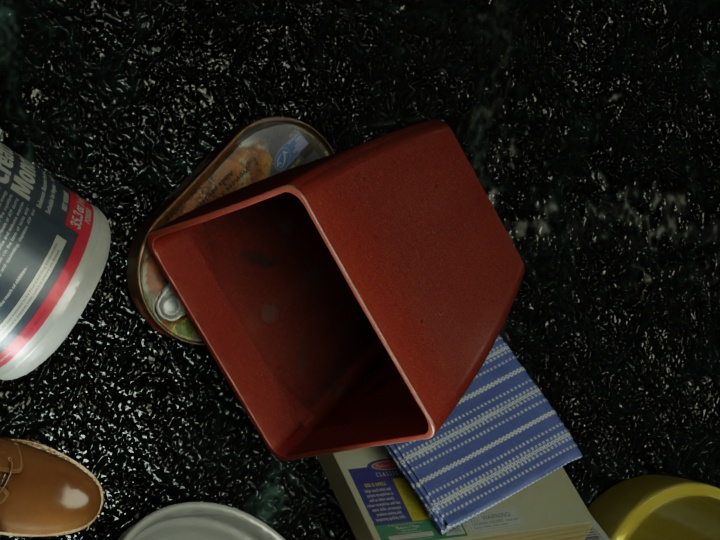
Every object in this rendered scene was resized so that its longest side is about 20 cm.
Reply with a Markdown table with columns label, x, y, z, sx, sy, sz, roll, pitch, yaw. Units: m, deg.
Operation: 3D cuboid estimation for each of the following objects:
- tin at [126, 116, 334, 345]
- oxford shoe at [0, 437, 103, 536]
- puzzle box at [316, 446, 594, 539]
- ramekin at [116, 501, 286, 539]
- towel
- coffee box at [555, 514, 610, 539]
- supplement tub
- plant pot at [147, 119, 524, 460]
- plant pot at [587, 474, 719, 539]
| label | x | y | z | sx | sy | sz | roll | pitch | yaw |
| --- | --- | --- | --- | --- | --- | --- | --- | --- | --- |
| tin | -0.096 | -0.030 | 1.454 | 0.112 | 0.042 | 0.200 | 48 | 69 | -15 |
| oxford shoe | -0.268 | 0.149 | 1.346 | 0.199 | 0.071 | 0.072 | 19 | 80 | -28 |
| puzzle box | 0.073 | 0.169 | 1.502 | 0.198 | 0.134 | 0.026 | -3 | 134 | -27 |
| ramekin | -0.123 | 0.280 | 1.367 | 0.199 | 0.105 | 0.202 | 21 | 50 | -28 |
| towel | 0.065 | 0.097 | 1.495 | 0.144 | 0.024 | 0.201 | -25 | 69 | -27 |
| coffee box | 0.102 | 0.267 | 1.511 | 0.198 | 0.080 | 0.115 | -4 | 125 | -27 |
| supplement tub | -0.285 | -0.030 | 1.295 | 0.199 | 0.140 | 0.141 | 35 | 75 | -24 |
| plant pot | 0.000 | 0.000 | 1.385 | 0.176 | 0.199 | 0.201 | -38 | 104 | -37 |
| plant pot | 0.292 | 0.280 | 1.577 | 0.199 | 0.188 | 0.203 | 0 | 90 | -27 |
